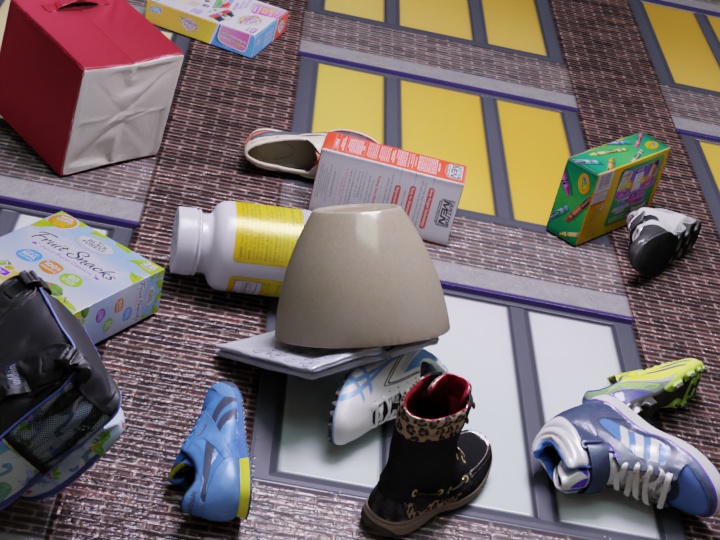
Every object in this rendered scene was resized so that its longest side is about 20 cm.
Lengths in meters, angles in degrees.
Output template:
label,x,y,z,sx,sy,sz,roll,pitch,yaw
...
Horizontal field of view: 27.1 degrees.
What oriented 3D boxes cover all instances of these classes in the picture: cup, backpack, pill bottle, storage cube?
label,x,y,z,sx,sy,sz,roll,pitch,yaw
cup,0.000,0.000,1.691,0.199,0.144,0.200,-2,8,0
backpack,-0.334,0.134,1.421,0.200,0.147,0.183,-38,43,-4
pill bottle,-0.129,-0.026,1.827,0.199,0.112,0.111,7,31,-13
storage cube,-0.373,-0.258,2.038,0.171,0.200,0.180,-17,49,-42

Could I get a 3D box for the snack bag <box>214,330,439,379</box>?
label,x,y,z,sx,sy,sz,roll,pitch,yaw
snack bag,-0.035,0.083,1.699,0.200,0.021,0.188,-12,13,-37

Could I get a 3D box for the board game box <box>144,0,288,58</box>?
label,x,y,z,sx,sy,sz,roll,pitch,yaw
board game box,-0.241,-0.429,2.522,0.199,0.040,0.153,20,31,11

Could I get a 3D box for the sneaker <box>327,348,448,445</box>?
label,x,y,z,sx,sy,sz,roll,pitch,yaw
sneaker,0.030,0.138,1.659,0.072,0.072,0.200,17,29,28

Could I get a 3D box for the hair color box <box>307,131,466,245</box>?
label,x,y,z,sx,sy,sz,roll,pitch,yaw
hair color box,0.037,-0.113,2.052,0.199,0.102,0.061,15,30,0

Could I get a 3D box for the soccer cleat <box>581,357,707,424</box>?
label,x,y,z,sx,sy,sz,roll,pitch,yaw
soccer cleat,0.344,0.138,1.798,0.084,0.065,0.200,32,35,33

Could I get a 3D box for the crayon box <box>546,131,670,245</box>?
label,x,y,z,sx,sy,sz,roll,pitch,yaw
crayon box,0.363,-0.121,2.183,0.058,0.119,0.200,34,35,30

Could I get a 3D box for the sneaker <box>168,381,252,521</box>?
label,x,y,z,sx,sy,sz,roll,pitch,yaw
sneaker,-0.157,0.177,1.524,0.078,0.066,0.200,3,32,-11

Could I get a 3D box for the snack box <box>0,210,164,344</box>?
label,x,y,z,sx,sy,sz,roll,pitch,yaw
snack box,-0.352,0.019,1.704,0.168,0.068,0.200,27,31,22

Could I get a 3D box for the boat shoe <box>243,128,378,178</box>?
label,x,y,z,sx,sy,sz,roll,pitch,yaw
boat shoe,-0.067,-0.165,2.119,0.199,0.071,0.063,6,15,-1

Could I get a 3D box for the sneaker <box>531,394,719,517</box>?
label,x,y,z,sx,sy,sz,roll,pitch,yaw
sneaker,0.280,0.225,1.624,0.146,0.081,0.200,-26,52,-37

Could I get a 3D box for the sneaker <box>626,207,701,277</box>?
label,x,y,z,sx,sy,sz,roll,pitch,yaw
sneaker,0.408,-0.047,2.130,0.088,0.074,0.200,29,24,24

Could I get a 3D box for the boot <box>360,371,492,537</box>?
label,x,y,z,sx,sy,sz,roll,pitch,yaw
boot,0.085,0.175,1.542,0.073,0.151,0.200,33,35,30
